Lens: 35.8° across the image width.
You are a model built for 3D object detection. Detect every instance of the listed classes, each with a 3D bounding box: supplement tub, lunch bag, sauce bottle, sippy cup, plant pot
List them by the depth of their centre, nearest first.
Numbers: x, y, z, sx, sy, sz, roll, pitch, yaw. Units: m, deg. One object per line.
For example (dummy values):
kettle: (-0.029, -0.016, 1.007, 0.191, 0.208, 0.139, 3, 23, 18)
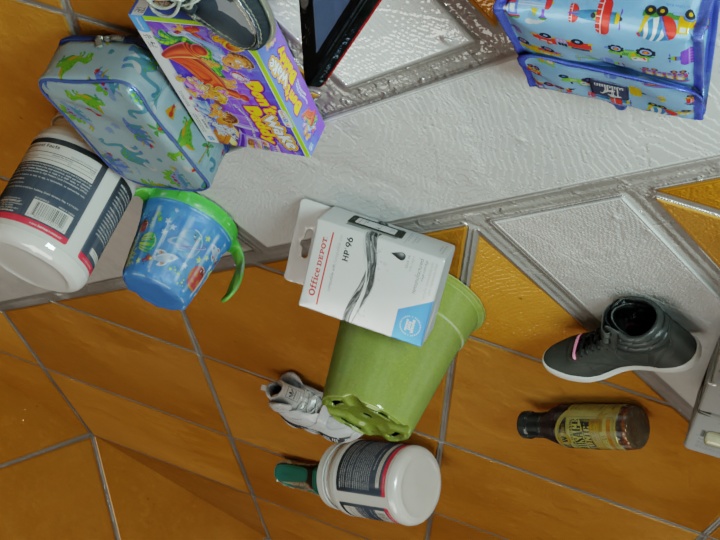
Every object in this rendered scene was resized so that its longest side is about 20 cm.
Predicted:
lunch bag: (0.198, -0.182, 0.867, 0.150, 0.095, 0.200, 13, 166, 19)
lunch bag: (-0.252, -0.176, 1.244, 0.160, 0.083, 0.200, 7, 151, 30)
supplement tub: (-0.363, -0.087, 1.373, 0.140, 0.201, 0.141, 19, 155, 9)
plant pot: (0.038, 0.109, 1.435, 0.199, 0.191, 0.200, 19, 154, 9)
sippy cup: (-0.251, -0.023, 1.490, 0.177, 0.131, 0.140, 18, 154, 13)
sauce bottle: (0.310, 0.221, 1.574, 0.066, 0.066, 0.199, 39, 150, -31)
supplement tub: (0.033, 0.382, 2.025, 0.199, 0.141, 0.140, -1, 146, 43)

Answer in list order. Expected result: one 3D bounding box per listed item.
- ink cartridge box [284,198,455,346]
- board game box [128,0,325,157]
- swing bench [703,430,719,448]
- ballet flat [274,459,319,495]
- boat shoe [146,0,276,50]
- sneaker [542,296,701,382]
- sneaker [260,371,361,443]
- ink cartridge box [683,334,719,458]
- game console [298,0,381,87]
ink cartridge box: (0.000, 0.000, 1.328, 0.199, 0.068, 0.117, 18, 111, 11)
board game box: (-0.131, -0.202, 1.132, 0.134, 0.045, 0.200, 11, 152, 25)
swing bench: (0.448, 0.085, 1.024, 0.199, 0.200, 0.130, 18, 155, 10)
ballet flat: (-0.094, 0.443, 2.382, 0.199, 0.076, 0.064, 13, -175, 30)
boat shoe: (-0.158, -0.262, 0.969, 0.075, 0.062, 0.200, -30, 111, 39)
sneaker: (0.288, 0.076, 1.306, 0.199, 0.071, 0.099, -9, 139, 39)
sneaker: (-0.083, 0.237, 1.928, 0.199, 0.075, 0.115, 7, 154, 38)
ink cartridge box: (0.466, 0.155, 1.285, 0.144, 0.084, 0.200, 16, 154, 16)
game console: (-0.059, -0.264, 0.871, 0.118, 0.174, 0.200, 2, 162, -20)
